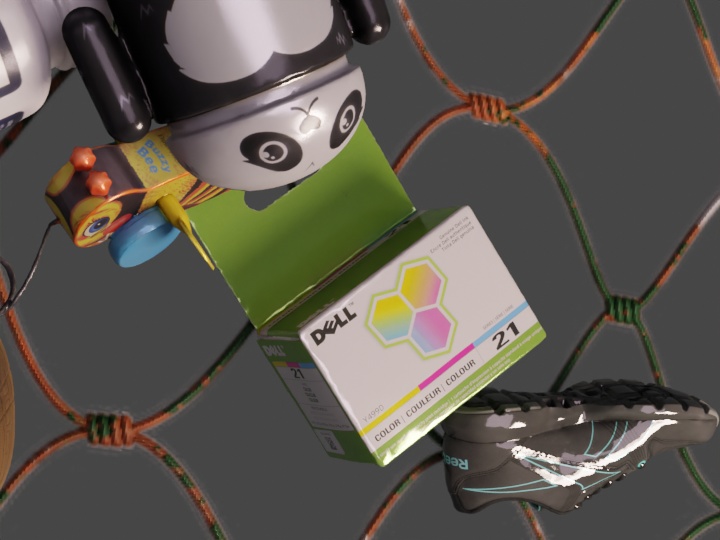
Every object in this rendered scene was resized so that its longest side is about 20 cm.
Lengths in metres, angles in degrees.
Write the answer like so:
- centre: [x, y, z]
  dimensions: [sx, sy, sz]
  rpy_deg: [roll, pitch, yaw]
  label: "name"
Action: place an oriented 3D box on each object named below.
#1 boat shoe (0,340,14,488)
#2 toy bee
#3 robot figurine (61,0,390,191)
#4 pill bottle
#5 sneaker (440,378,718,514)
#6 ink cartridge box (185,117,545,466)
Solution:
- centre: [-0.249, 0.045, 1.120]
  dimensions: [0.062, 0.073, 0.201]
  rpy_deg: [-4, 120, 14]
  label: "boat shoe"
- centre: [-0.136, -0.043, 1.153]
  dimensions: [0.131, 0.109, 0.200]
  rpy_deg: [35, 64, 4]
  label: "toy bee"
- centre: [-0.074, -0.143, 1.103]
  dimensions: [0.201, 0.150, 0.125]
  rpy_deg: [69, 22, -10]
  label: "robot figurine"
- centre: [-0.245, -0.121, 1.114]
  dimensions: [0.200, 0.111, 0.111]
  rpy_deg: [-29, 100, -23]
  label: "pill bottle"
- centre: [0.144, 0.117, 1.318]
  dimensions: [0.199, 0.075, 0.080]
  rpy_deg: [-2, 101, -17]
  label: "sneaker"
- centre: [0.000, 0.000, 1.243]
  dimensions: [0.148, 0.076, 0.200]
  rpy_deg: [-37, 105, -21]
  label: "ink cartridge box"
